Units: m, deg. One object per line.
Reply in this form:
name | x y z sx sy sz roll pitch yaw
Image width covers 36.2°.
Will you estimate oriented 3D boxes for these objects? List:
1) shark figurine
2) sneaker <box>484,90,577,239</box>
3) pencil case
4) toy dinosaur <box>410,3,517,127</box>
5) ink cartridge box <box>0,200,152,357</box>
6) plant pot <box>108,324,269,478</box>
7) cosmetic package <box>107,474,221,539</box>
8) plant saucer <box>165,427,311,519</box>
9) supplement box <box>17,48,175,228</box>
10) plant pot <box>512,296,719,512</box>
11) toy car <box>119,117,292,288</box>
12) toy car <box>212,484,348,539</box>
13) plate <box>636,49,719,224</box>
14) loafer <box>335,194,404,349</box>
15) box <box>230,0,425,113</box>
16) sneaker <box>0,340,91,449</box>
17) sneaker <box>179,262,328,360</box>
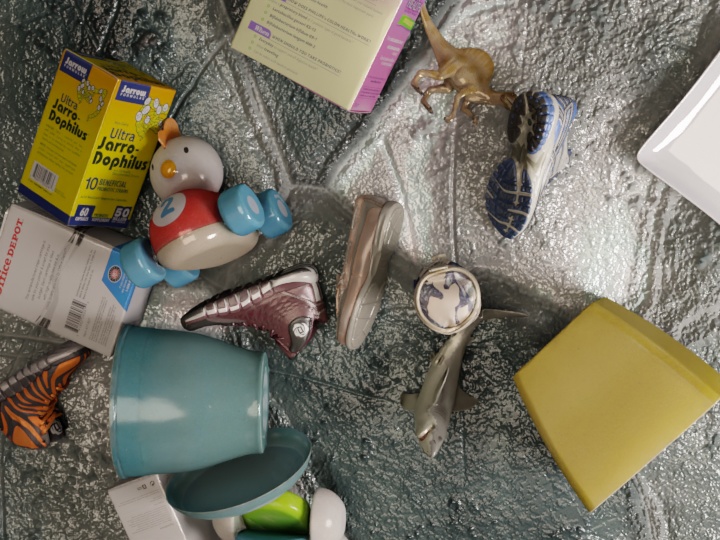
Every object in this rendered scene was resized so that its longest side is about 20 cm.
shark figurine | 0.130 0.138 1.433 0.089 0.128 0.215 27 86 -20
sneaker | 0.220 -0.127 1.355 0.077 0.085 0.200 45 133 37
pencil case | 0.102 0.028 1.342 0.078 0.200 0.090 -24 90 3
toy dinosaur | 0.114 -0.247 1.376 0.101 0.058 0.200 -41 77 -2
ink cartridge box | -0.390 0.007 1.492 0.200 0.084 0.146 24 104 7
plant pot | -0.215 0.171 1.442 0.187 0.200 0.201 0 100 -1
cosmetic package | -0.255 0.362 1.517 0.085 0.108 0.200 -21 94 14
plant saucer | -0.156 0.268 1.437 0.200 0.200 0.027 -13 108 13
supplement box | -0.341 -0.167 1.423 0.109 0.109 0.200 30 106 29
plant pot | 0.301 0.143 1.337 0.200 0.200 0.176 -46 78 15
toy car | -0.222 -0.104 1.407 0.184 0.177 0.200 -27 82 17
toy car | -0.108 0.378 1.450 0.174 0.150 0.200 3 132 10
plate | 0.469 -0.154 1.325 0.199 0.032 0.200 38 104 1
loafer | 0.000 0.000 1.432 0.063 0.072 0.201 20 97 24
box | -0.031 -0.322 1.350 0.176 0.097 0.200 29 105 12
sneaker | -0.432 0.177 1.543 0.200 0.078 0.112 -31 97 25
sneaker | -0.134 0.075 1.462 0.199 0.076 0.116 -20 99 13
